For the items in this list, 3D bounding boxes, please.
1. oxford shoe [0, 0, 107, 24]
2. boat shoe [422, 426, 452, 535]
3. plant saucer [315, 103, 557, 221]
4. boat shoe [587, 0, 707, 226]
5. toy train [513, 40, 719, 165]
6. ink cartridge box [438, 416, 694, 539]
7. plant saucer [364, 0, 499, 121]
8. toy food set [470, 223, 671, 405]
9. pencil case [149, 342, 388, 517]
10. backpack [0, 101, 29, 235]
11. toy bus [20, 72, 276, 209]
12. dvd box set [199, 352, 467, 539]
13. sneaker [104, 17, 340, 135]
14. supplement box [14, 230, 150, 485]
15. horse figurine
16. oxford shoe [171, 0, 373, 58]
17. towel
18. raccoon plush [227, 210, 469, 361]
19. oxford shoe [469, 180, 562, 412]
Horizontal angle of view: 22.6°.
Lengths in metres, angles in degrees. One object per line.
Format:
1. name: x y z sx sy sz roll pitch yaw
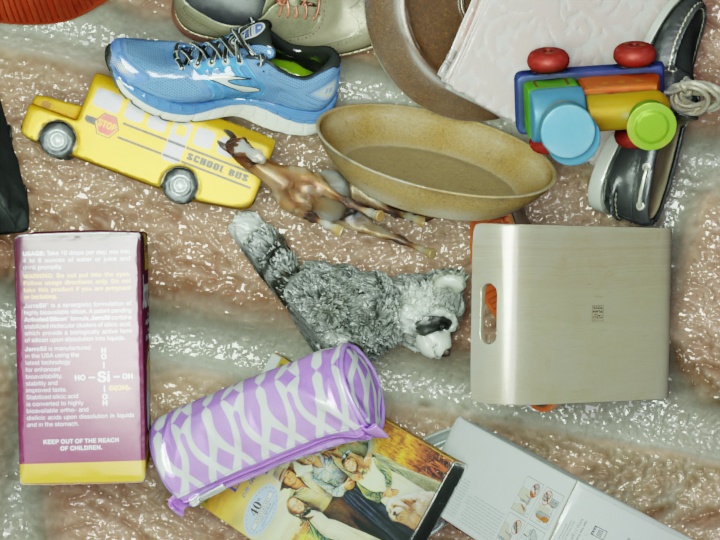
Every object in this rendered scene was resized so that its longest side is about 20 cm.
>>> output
1. oxford shoe: -0.238 -0.257 1.501 0.200 0.071 0.073 -15 75 -10
2. boat shoe: 0.028 0.204 1.519 0.202 0.065 0.075 -32 93 -3
3. plant saucer: 0.059 -0.084 1.462 0.200 0.200 0.036 11 113 -4
4. boat shoe: 0.255 -0.135 1.514 0.060 0.074 0.200 24 92 32
5. toy train: 0.226 -0.128 1.417 0.199 0.116 0.085 -4 110 -1
6. ink cartridge box: 0.170 0.209 1.439 0.175 0.200 0.084 28 88 -25
7. plant saucer: 0.102 -0.225 1.508 0.200 0.034 0.201 -2 96 -16
8. toy food set: 0.175 0.034 1.479 0.200 0.060 0.144 0 92 -33
9. pencil case: -0.076 0.127 1.447 0.200 0.086 0.084 -25 137 20
10. backpack: -0.391 -0.076 1.454 0.200 0.154 0.163 -24 62 13
11. toy bus: -0.176 -0.106 1.501 0.200 0.065 0.078 20 90 -4
12. dvd box set: -0.028 0.174 1.480 0.200 0.029 0.147 30 90 31
13. sneaker: -0.108 -0.171 1.465 0.200 0.079 0.089 4 136 -21
14. supplement box: -0.224 0.068 1.470 0.103 0.131 0.201 -1 92 -4
15. horse figurine: -0.014 -0.056 1.474 0.132 0.200 0.050 28 102 35
16. oxford shoe: -0.058 -0.214 1.501 0.199 0.075 0.071 -1 88 -5
17. towel: 0.169 -0.204 1.491 0.200 0.032 0.191 25 90 -39
18. raccoon plush: 0.000 0.000 1.506 0.134 0.097 0.200 -36 93 -10
19. oxford shoe: 0.149 0.016 1.533 0.073 0.071 0.200 -17 91 -29
